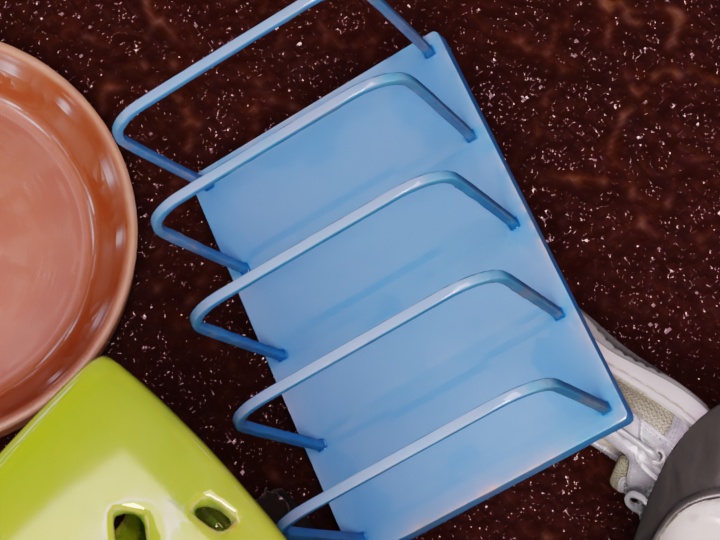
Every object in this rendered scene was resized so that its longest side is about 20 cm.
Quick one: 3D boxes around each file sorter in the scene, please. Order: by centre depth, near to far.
[{"bbox_3d":[0.000,0.000,0.757,0.138,0.123,0.201,-29,70,13],"label":"file sorter"}]

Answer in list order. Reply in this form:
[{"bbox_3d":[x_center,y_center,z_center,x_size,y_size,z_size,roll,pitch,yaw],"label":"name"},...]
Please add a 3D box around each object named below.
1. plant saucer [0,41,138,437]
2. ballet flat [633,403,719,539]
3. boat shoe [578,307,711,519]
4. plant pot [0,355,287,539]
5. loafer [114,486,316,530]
[{"bbox_3d":[-0.202,-0.013,0.821,0.199,0.032,0.202,1,73,-5],"label":"plant saucer"},{"bbox_3d":[0.136,0.152,0.743,0.068,0.068,0.201,20,102,-5],"label":"ballet flat"},{"bbox_3d":[0.108,0.068,0.810,0.202,0.074,0.065,40,85,9],"label":"boat shoe"},{"bbox_3d":[-0.075,0.181,0.601,0.181,0.199,0.200,37,72,12],"label":"plant pot"},{"bbox_3d":[-0.104,0.148,0.768,0.199,0.073,0.072,-15,65,-15],"label":"loafer"}]
